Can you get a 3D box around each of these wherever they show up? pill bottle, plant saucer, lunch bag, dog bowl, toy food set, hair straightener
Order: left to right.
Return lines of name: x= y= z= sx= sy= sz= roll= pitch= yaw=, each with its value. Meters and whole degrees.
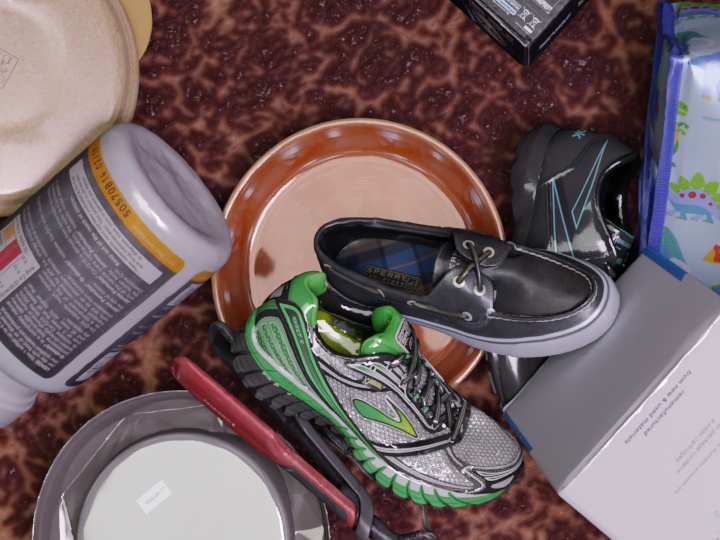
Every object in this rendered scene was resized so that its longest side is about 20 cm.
toy food set: x=-0.244 y=-0.137 z=1.093 sx=0.196 sy=0.049 sz=0.202 roll=14 pitch=90 yaw=-17
pill bottle: x=-0.190 y=0.007 z=1.072 sx=0.200 sy=0.116 sz=0.117 roll=-38 pitch=85 yaw=13
dog bowl: x=-0.114 y=0.179 z=1.093 sx=0.198 sy=0.059 sz=0.202 roll=0 pitch=87 yaw=5
hair straightener: x=-0.024 y=0.100 z=1.051 sx=0.200 sy=0.041 sz=0.077 roll=39 pitch=62 yaw=8
plant saucer: x=0.000 y=0.000 z=1.102 sx=0.198 sy=0.032 sz=0.202 roll=0 pitch=89 yaw=5
lunch bag: x=0.263 y=-0.060 z=1.035 sx=0.168 sy=0.128 sz=0.202 roll=2 pitch=117 yaw=6

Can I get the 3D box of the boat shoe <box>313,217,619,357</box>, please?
boat shoe: x=0.059 y=0.006 z=1.017 sx=0.198 sy=0.057 sz=0.069 roll=8 pitch=66 yaw=28

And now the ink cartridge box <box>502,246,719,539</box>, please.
ink cartridge box: x=0.216 y=0.115 z=0.991 sx=0.200 sy=0.147 sz=0.145 roll=40 pitch=94 yaw=-15

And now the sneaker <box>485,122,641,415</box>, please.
sneaker: x=0.131 y=0.005 z=1.058 sx=0.079 sy=0.075 sz=0.202 roll=6 pitch=89 yaw=30

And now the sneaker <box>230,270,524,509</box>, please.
sneaker: x=0.019 y=0.076 z=1.022 sx=0.199 sy=0.078 sz=0.085 roll=32 pitch=129 yaw=-10

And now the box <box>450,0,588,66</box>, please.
box: x=0.089 y=-0.263 z=1.076 sx=0.200 sy=0.086 sz=0.164 roll=41 pitch=92 yaw=5
